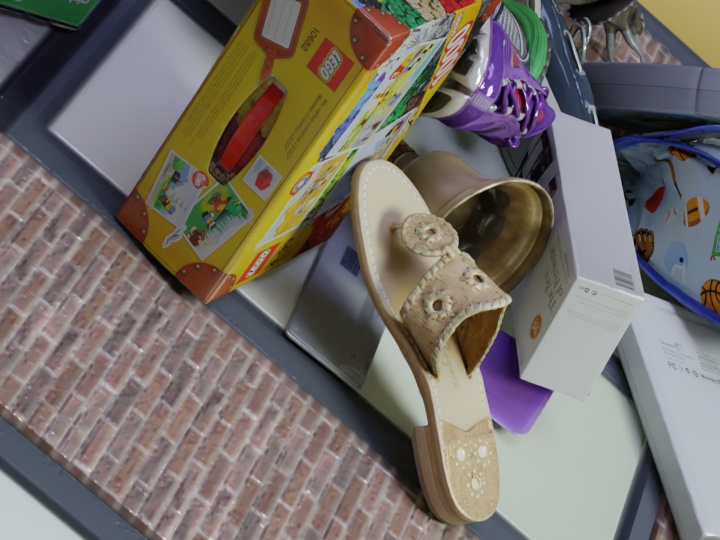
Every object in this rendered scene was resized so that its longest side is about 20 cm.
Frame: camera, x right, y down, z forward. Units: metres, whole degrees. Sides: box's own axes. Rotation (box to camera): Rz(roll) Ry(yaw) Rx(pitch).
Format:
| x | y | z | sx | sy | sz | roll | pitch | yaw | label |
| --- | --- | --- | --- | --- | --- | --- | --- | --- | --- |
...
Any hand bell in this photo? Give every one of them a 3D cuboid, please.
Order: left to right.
| x | y | z | sx | sy | sz | roll | pitch | yaw | label |
| --- | --- | --- | --- | --- | --- | --- | --- | --- | --- |
| 0.022 | -0.073 | 1.594 | 0.104 | 0.104 | 0.200 | 7 | 33 | -44 | hand bell |

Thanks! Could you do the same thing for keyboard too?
| x | y | z | sx | sy | sz | roll | pitch | yaw | label |
| --- | --- | --- | --- | --- | --- | --- | --- | --- | --- |
| 0.000 | 0.000 | 1.555 | 0.056 | 0.011 | 0.200 | 34 | 33 | -8 | keyboard |

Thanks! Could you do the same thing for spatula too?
| x | y | z | sx | sy | sz | roll | pitch | yaw | label |
| --- | --- | --- | --- | --- | --- | --- | --- | --- | --- |
| 0.112 | 0.040 | 1.624 | 0.056 | 0.021 | 0.200 | 37 | 31 | 2 | spatula |

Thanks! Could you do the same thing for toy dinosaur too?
| x | y | z | sx | sy | sz | roll | pitch | yaw | label |
| --- | --- | --- | --- | --- | --- | --- | --- | --- | --- |
| 0.138 | -0.235 | 1.903 | 0.199 | 0.077 | 0.103 | 20 | 72 | -14 | toy dinosaur |

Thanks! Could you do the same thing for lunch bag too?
| x | y | z | sx | sy | sz | roll | pitch | yaw | label |
| --- | --- | --- | --- | --- | --- | --- | --- | --- | --- |
| 0.274 | -0.028 | 1.775 | 0.170 | 0.124 | 0.200 | 10 | 20 | -46 | lunch bag |

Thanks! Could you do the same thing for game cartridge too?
| x | y | z | sx | sy | sz | roll | pitch | yaw | label |
| --- | --- | --- | --- | --- | --- | --- | --- | --- | --- |
| 0.231 | -0.116 | 1.804 | 0.133 | 0.200 | 0.041 | 17 | 84 | -40 | game cartridge |

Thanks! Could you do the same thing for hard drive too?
| x | y | z | sx | sy | sz | roll | pitch | yaw | label |
| --- | --- | --- | --- | --- | --- | --- | --- | --- | --- |
| 0.235 | 0.109 | 1.681 | 0.131 | 0.026 | 0.201 | 19 | 41 | -35 | hard drive |

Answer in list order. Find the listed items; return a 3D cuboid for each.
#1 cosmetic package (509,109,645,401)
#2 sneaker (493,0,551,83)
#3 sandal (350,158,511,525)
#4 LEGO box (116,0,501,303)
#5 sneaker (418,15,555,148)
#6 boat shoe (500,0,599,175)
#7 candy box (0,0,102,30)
| x | y | z | sx | sy | sz | roll | pitch | yaw | label |
| --- | --- | --- | --- | --- | --- | --- | --- | --- | --- |
| 0.128 | -0.013 | 1.615 | 0.050 | 0.083 | 0.200 | 18 | 31 | -13 | cosmetic package |
| 0.062 | -0.172 | 1.759 | 0.085 | 0.078 | 0.200 | 15 | 35 | -39 | sneaker |
| 0.059 | 0.034 | 1.447 | 0.077 | 0.069 | 0.213 | -12 | 89 | -52 | sandal |
| -0.027 | -0.094 | 1.444 | 0.077 | 0.200 | 0.149 | 43 | 31 | 11 | LEGO box |
| 0.082 | -0.114 | 1.574 | 0.083 | 0.081 | 0.200 | 33 | 8 | 3 | sneaker |
| 0.126 | -0.139 | 1.788 | 0.062 | 0.075 | 0.201 | 15 | 45 | -36 | boat shoe |
| -0.154 | -0.269 | 1.499 | 0.077 | 0.200 | 0.170 | 14 | 42 | -36 | candy box |
